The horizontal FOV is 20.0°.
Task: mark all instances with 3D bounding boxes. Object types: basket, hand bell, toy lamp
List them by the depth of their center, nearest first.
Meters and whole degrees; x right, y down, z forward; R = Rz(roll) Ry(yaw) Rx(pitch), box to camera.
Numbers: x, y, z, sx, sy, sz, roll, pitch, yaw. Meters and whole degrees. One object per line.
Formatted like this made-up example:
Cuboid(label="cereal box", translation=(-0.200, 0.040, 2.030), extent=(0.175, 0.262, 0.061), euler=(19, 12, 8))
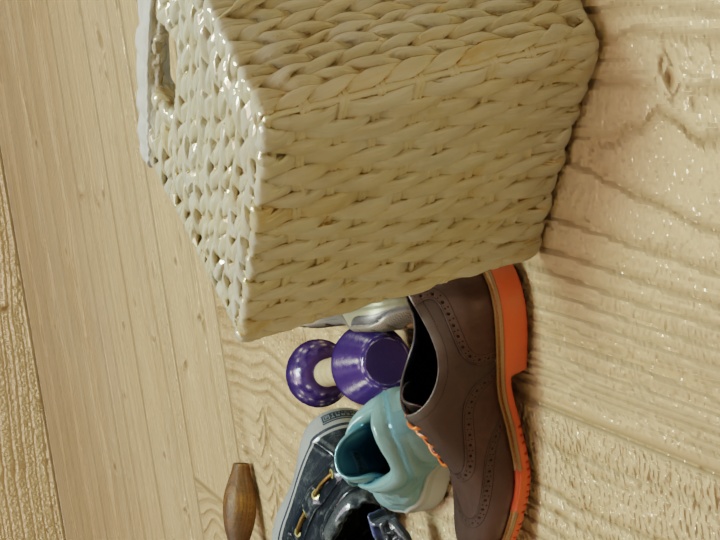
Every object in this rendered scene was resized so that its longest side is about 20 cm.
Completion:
Cuboid(label="basket", translation=(0.000, -0.095, 1.070), extent=(0.199, 0.198, 0.162), euler=(101, 148, -52))
Cuboid(label="toy lamp", translation=(-0.006, 0.068, 1.435), extent=(0.200, 0.058, 0.059), euler=(167, 93, -76))
Cuboid(label="hand bell", translation=(-0.117, 0.283, 1.931), extent=(0.104, 0.103, 0.202), euler=(176, 95, -74))

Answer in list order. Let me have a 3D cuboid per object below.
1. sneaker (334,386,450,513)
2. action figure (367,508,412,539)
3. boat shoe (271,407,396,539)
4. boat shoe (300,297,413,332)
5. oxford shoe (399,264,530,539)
Cuboid(label="sneaker", translation=(0.016, 0.115, 1.335), extent=(0.200, 0.081, 0.075), euler=(113, 144, -65))
Cuboid(label="action figure", translation=(0.026, 0.262, 1.358), extent=(0.193, 0.104, 0.202), euler=(-30, 78, 59))
Cuboid(label="boat shoe", translation=(-0.021, 0.202, 1.532), extent=(0.201, 0.070, 0.091), euler=(99, 159, -44))
Cuboid(label="boat shoe", translation=(0.000, 0.000, 1.352), extent=(0.200, 0.075, 0.073), euler=(0, 97, 64))
Cuboid(label="oxford shoe", translation=(0.055, 0.087, 1.199), extent=(0.071, 0.072, 0.202), euler=(-134, 36, -61))
